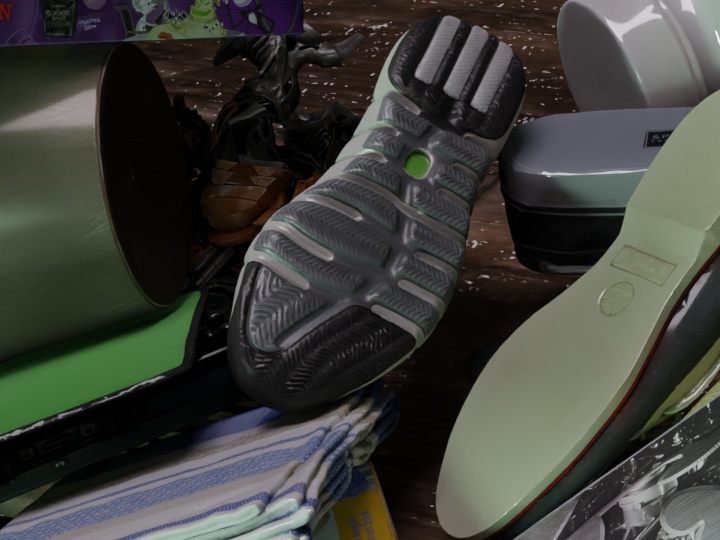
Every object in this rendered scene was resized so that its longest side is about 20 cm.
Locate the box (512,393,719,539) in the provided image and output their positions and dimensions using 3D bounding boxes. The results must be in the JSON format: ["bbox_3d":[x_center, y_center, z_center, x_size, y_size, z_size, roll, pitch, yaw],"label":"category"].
[{"bbox_3d":[0.112,0.126,0.753,0.158,0.048,0.200,-35,31,14],"label":"box"}]

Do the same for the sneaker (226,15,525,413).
[{"bbox_3d":[0.000,0.000,1.021,0.075,0.116,0.200,32,54,2],"label":"sneaker"}]

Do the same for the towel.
[{"bbox_3d":[-0.066,0.084,0.911,0.146,0.024,0.200,-17,6,12],"label":"towel"}]

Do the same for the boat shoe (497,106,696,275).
[{"bbox_3d":[0.154,-0.022,1.026,0.198,0.068,0.074,-2,32,14],"label":"boat shoe"}]

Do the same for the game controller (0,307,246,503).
[{"bbox_3d":[-0.125,0.063,1.030,0.199,0.042,0.104,-23,-4,-10],"label":"game controller"}]

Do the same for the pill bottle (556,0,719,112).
[{"bbox_3d":[0.191,-0.118,1.126,0.199,0.112,0.111,-25,31,-14],"label":"pill bottle"}]

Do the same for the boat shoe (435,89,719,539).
[{"bbox_3d":[0.105,0.026,0.943,0.200,0.063,0.071,-53,37,-5],"label":"boat shoe"}]

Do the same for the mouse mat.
[{"bbox_3d":[-0.137,0.049,1.020,0.160,0.008,0.200,-21,7,2],"label":"mouse mat"}]

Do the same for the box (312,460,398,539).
[{"bbox_3d":[-0.076,0.140,0.903,0.199,0.042,0.119,-16,30,-2],"label":"box"}]

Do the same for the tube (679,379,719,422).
[{"bbox_3d":[0.152,0.048,0.926,0.058,0.052,0.200,5,37,38],"label":"tube"}]

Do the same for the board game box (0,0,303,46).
[{"bbox_3d":[-0.137,-0.110,1.074,0.199,0.033,0.120,-5,7,-27],"label":"board game box"}]

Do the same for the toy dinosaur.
[{"bbox_3d":[-0.044,-0.037,1.159,0.199,0.102,0.136,14,54,14],"label":"toy dinosaur"}]

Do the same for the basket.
[{"bbox_3d":[-0.183,-0.027,1.090,0.199,0.182,0.136,-9,19,14],"label":"basket"}]
